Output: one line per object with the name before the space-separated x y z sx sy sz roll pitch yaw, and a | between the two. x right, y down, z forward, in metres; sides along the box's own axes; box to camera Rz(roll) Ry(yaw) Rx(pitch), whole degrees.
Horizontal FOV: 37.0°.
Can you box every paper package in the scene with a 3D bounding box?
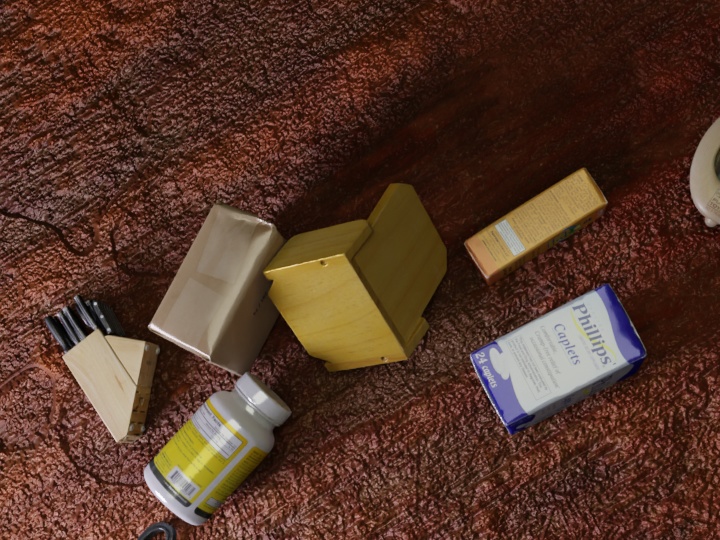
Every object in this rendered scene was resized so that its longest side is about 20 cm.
paper package | -0.177 0.031 1.493 0.103 0.191 0.200 25 83 16

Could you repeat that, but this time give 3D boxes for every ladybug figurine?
ladybug figurine | 0.527 -0.144 1.474 0.136 0.072 0.200 36 86 13

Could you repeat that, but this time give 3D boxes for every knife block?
knife block | -0.392 0.141 1.572 0.175 0.064 0.201 7 81 11

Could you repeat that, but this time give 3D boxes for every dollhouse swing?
dollhouse swing | 0.000 0.000 1.489 0.181 0.200 0.176 -12 39 28

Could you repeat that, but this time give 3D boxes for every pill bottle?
pill bottle | -0.193 0.242 1.487 0.112 0.112 0.200 42 88 14

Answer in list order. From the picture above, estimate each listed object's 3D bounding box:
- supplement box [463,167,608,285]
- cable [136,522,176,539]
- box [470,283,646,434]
supplement box | 0.246 -0.061 1.507 0.200 0.067 0.069 -34 76 2
cable | -0.341 0.438 1.529 0.097 0.050 0.200 27 72 30
box | 0.258 0.122 1.408 0.200 0.184 0.105 -28 75 3
